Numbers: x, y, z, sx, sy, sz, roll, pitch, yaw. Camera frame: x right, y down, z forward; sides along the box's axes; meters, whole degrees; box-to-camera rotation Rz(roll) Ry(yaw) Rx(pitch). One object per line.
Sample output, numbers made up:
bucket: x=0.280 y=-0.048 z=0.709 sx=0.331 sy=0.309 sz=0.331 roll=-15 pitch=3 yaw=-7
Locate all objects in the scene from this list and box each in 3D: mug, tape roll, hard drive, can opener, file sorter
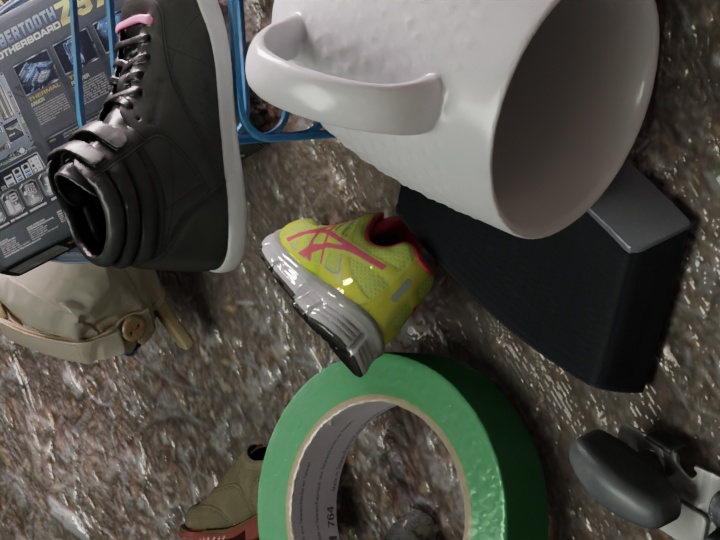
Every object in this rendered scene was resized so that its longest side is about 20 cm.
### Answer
mug: x=0.029 y=-0.110 z=1.143 sx=0.175 sy=0.199 sz=0.149 roll=26 pitch=120 yaw=33
tape roll: x=0.024 y=0.152 z=1.379 sx=0.199 sy=0.048 sz=0.203 roll=-3 pitch=85 yaw=40
hard drive: x=0.095 y=-0.029 z=1.255 sx=0.200 sy=0.042 sz=0.136 roll=43 pitch=138 yaw=34
can opener: x=0.197 y=0.146 z=1.190 sx=0.199 sy=0.066 sz=0.053 roll=30 pitch=129 yaw=38
file sorter: x=-0.072 y=-0.138 z=1.332 sx=0.199 sy=0.138 sz=0.124 roll=1 pitch=97 yaw=54

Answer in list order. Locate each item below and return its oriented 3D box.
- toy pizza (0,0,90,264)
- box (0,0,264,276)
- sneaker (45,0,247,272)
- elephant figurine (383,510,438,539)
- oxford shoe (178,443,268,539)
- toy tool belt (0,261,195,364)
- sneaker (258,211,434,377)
toy pizza: x=-0.191 y=-0.104 z=1.534 sx=0.201 sy=0.199 sz=0.032 roll=62 pitch=-173 yaw=10
box: x=-0.186 y=-0.110 z=1.490 sx=0.159 sy=0.199 sz=0.051 roll=63 pitch=-174 yaw=7
sneaker: x=-0.126 y=-0.093 z=1.218 sx=0.070 sy=0.098 sz=0.202 roll=-9 pitch=91 yaw=56
elephant figurine: x=-0.035 y=0.263 z=1.492 sx=0.141 sy=0.153 sz=0.202 roll=146 pitch=125 yaw=-78
oxford shoe: x=-0.072 y=0.165 z=1.595 sx=0.199 sy=0.070 sz=0.076 roll=-17 pitch=66 yaw=58
toy tool belt: x=-0.214 y=0.008 z=1.643 sx=0.199 sy=0.126 sz=0.123 roll=20 pitch=166 yaw=47
sneaker: x=0.000 y=0.000 z=1.376 sx=0.078 sy=0.090 sz=0.200 roll=47 pitch=180 yaw=-22
